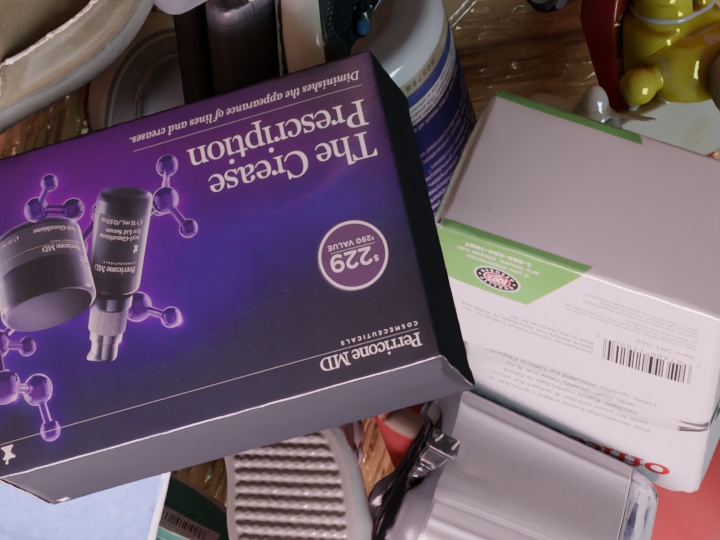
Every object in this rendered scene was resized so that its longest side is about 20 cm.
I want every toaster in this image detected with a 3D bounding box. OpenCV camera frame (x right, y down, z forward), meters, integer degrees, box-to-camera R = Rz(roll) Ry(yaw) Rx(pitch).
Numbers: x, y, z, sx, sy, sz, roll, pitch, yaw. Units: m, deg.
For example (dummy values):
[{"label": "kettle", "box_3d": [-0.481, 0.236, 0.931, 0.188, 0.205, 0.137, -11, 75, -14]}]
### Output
[{"label": "toaster", "box_3d": [0.068, 0.145, 1.405, 0.200, 0.129, 0.114, 117, -8, -52]}]

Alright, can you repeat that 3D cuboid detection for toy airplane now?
[{"label": "toy airplane", "box_3d": [0.174, -0.086, 1.453, 0.199, 0.141, 0.201, 30, 75, -35]}]

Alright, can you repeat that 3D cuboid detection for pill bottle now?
[{"label": "pill bottle", "box_3d": [0.005, -0.062, 1.375, 0.111, 0.111, 0.200, -39, 142, -15]}]

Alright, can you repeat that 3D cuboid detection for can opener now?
[{"label": "can opener", "box_3d": [-0.074, -0.112, 1.204, 0.067, 0.053, 0.200, -32, 146, -23]}]

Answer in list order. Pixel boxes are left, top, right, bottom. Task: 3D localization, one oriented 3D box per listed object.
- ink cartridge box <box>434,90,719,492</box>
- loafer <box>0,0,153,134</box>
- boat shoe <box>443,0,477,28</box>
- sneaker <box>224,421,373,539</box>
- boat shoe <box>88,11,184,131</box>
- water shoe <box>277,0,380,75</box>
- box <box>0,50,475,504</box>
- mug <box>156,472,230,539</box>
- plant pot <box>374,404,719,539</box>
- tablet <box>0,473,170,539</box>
[{"label": "ink cartridge box", "box_3d": [0.117, 0.015, 1.346, 0.200, 0.146, 0.085, 86, 25, -62]}, {"label": "loafer", "box_3d": [-0.167, -0.102, 1.192, 0.200, 0.075, 0.070, -44, 146, -10]}, {"label": "boat shoe", "box_3d": [0.076, -0.194, 1.375, 0.071, 0.064, 0.200, 18, 107, -51]}, {"label": "sneaker", "box_3d": [-0.026, 0.109, 1.414, 0.075, 0.201, 0.105, -34, 140, 10]}, {"label": "boat shoe", "box_3d": [-0.076, -0.038, 1.344, 0.070, 0.071, 0.201, -34, 140, -20]}, {"label": "water shoe", "box_3d": [0.011, -0.164, 1.241, 0.072, 0.079, 0.201, 87, 11, -63]}, {"label": "box", "box_3d": [-0.067, 0.005, 1.182, 0.199, 0.142, 0.079, -16, 166, 10]}, {"label": "mug", "box_3d": [-0.110, 0.169, 1.416, 0.185, 0.152, 0.115, 14, 108, -47]}, {"label": "plant pot", "box_3d": [0.101, 0.086, 1.543, 0.200, 0.200, 0.177, -44, 133, -8]}, {"label": "tablet", "box_3d": [-0.184, 0.070, 1.274, 0.199, 0.014, 0.130, 11, 120, -7]}]
